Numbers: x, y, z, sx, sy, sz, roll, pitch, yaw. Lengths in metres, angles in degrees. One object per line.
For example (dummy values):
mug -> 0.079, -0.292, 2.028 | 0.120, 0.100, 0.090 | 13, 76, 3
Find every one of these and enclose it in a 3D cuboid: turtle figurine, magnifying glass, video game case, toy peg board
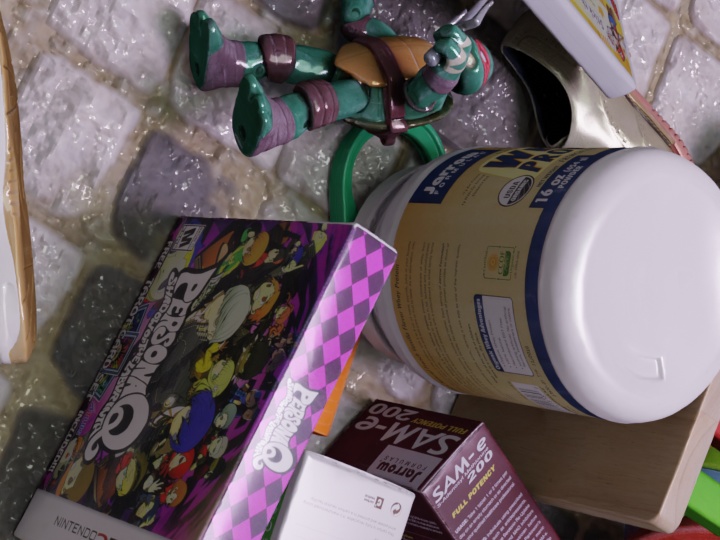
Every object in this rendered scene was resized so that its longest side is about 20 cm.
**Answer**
turtle figurine -> 0.012, -0.120, 0.931 | 0.199, 0.150, 0.101 | -15, 119, -25
magnifying glass -> 0.000, 0.000, 0.990 | 0.079, 0.022, 0.202 | 25, 77, -34
video game case -> -0.083, 0.067, 0.837 | 0.036, 0.181, 0.201 | 35, 74, -31
video game case -> 0.100, -0.218, 0.952 | 0.200, 0.023, 0.183 | 34, 43, -56
toy peg board -> 0.172, 0.062, 1.003 | 0.098, 0.199, 0.200 | 33, 74, -33

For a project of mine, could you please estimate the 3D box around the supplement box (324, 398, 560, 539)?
supplement box -> 0.071, 0.174, 0.995 | 0.061, 0.109, 0.201 | -46, 117, -24

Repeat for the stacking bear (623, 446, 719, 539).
stacking bear -> 0.240, 0.155, 1.094 | 0.200, 0.113, 0.122 | -52, 138, -51

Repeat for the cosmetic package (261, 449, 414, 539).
cosmetic package -> -0.057, 0.199, 0.909 | 0.084, 0.107, 0.201 | 26, 77, -33

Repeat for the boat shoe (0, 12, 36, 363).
boat shoe -> -0.202, -0.053, 0.816 | 0.069, 0.071, 0.202 | -4, 87, -6

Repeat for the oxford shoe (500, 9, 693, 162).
oxford shoe -> 0.154, -0.083, 1.067 | 0.074, 0.071, 0.201 | -38, 102, -23

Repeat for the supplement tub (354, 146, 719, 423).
supplement tub -> 0.097, 0.003, 0.925 | 0.144, 0.199, 0.146 | -3, 95, -37
